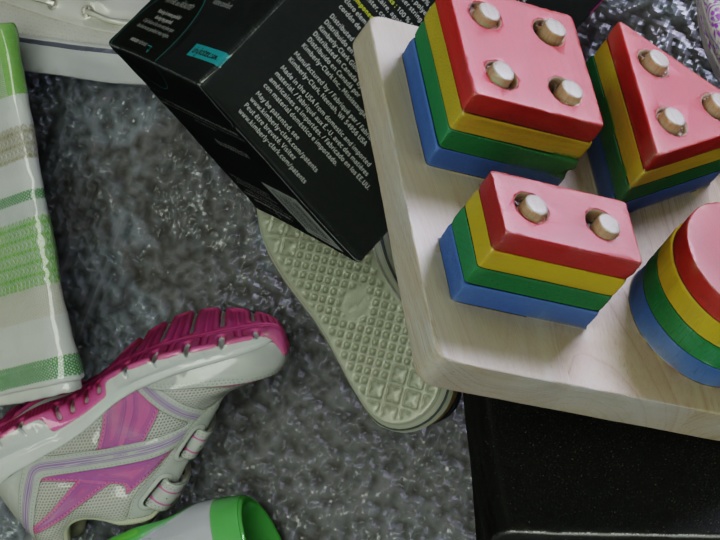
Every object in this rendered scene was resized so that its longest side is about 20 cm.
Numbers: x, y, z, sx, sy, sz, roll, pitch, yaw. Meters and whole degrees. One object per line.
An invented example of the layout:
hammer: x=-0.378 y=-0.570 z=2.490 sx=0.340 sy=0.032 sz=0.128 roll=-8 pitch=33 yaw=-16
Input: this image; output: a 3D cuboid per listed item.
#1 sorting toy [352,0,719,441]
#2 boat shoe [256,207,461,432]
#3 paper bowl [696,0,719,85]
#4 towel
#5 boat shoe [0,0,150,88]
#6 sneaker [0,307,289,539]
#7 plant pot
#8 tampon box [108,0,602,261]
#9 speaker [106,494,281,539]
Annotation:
sorting toy: x=0.111 y=-0.033 z=0.996 sx=0.070 sy=0.197 sz=0.201 roll=-53 pitch=35 yaw=41
boat shoe: x=0.000 y=0.000 z=1.208 sx=0.074 sy=0.062 sz=0.201 roll=-32 pitch=69 yaw=14
paper bowl: x=0.270 y=-0.144 z=1.121 sx=0.199 sy=0.104 sz=0.203 roll=-1 pitch=79 yaw=7
towel: x=-0.212 y=-0.023 z=1.231 sx=0.149 sy=0.031 sz=0.202 roll=-13 pitch=85 yaw=46
boat shoe: x=-0.123 y=-0.137 z=1.229 sx=0.198 sy=0.071 sz=0.071 roll=9 pitch=94 yaw=18
sneaker: x=-0.118 y=0.089 z=1.222 sx=0.199 sy=0.081 sz=0.089 roll=-28 pitch=100 yaw=19
plant pot: x=0.143 y=0.135 z=1.082 sx=0.198 sy=0.178 sz=0.202 roll=0 pitch=117 yaw=11
tampon box: x=0.002 y=-0.131 z=1.119 sx=0.200 sy=0.150 sz=0.126 roll=-46 pitch=115 yaw=-7
speaker: x=-0.138 y=0.195 z=1.220 sx=0.199 sy=0.088 sz=0.089 roll=-24 pitch=85 yaw=11
